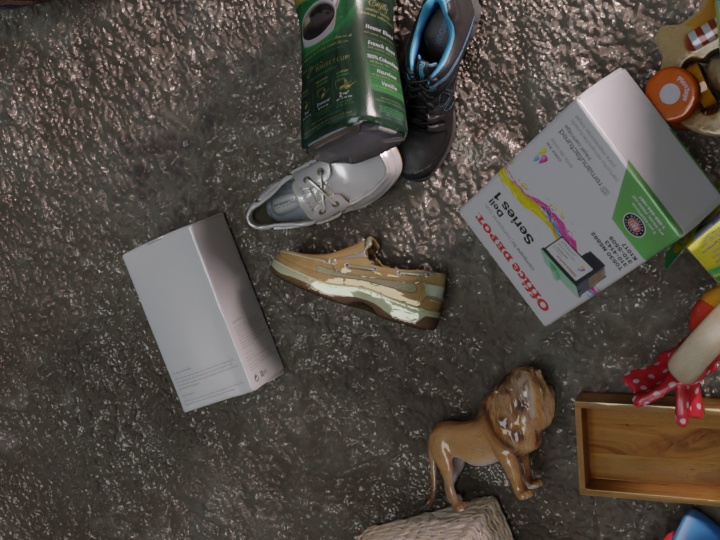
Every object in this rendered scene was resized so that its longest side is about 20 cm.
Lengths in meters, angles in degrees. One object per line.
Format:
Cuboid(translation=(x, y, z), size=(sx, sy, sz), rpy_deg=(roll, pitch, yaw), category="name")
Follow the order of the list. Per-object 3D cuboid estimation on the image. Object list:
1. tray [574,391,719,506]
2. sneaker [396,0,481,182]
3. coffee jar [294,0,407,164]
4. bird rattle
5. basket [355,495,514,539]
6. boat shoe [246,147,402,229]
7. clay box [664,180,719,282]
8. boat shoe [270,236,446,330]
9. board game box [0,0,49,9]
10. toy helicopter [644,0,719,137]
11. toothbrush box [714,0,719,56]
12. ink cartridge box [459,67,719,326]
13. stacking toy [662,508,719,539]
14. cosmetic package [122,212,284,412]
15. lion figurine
Cuboid(translation=(0.315, 0.176, 0.996), size=(0.196, 0.037, 0.101), rpy_deg=(-1, 102, 24), category="tray")
Cuboid(translation=(0.061, -0.184, 0.999), size=(0.072, 0.082, 0.204), rpy_deg=(17, 111, 17), category="sneaker")
Cuboid(translation=(-0.011, -0.214, 0.986), size=(0.103, 0.084, 0.204), rpy_deg=(-18, 70, 44), category="coffee jar")
Cuboid(translation=(0.314, 0.048, 0.893), size=(0.199, 0.163, 0.113), rpy_deg=(-39, 70, 8), category="bird rattle")
Cuboid(translation=(0.077, 0.374, 1.088), size=(0.196, 0.160, 0.203), rpy_deg=(-21, 94, 28), category="basket")
Cuboid(translation=(-0.042, -0.081, 1.062), size=(0.198, 0.069, 0.072), rpy_deg=(-23, 98, 39), category="boat shoe")
Cuboid(translation=(0.351, -0.069, 0.871), size=(0.048, 0.115, 0.200), rpy_deg=(43, 118, -1), category="clay box")
Cuboid(translation=(0.000, 0.000, 1.091), size=(0.196, 0.072, 0.078), rpy_deg=(17, 95, 13), category="boat shoe")
Cuboid(translation=(-0.370, -0.393, 1.141), size=(0.196, 0.097, 0.163), rpy_deg=(-4, 101, 26), category="board game box")
Cuboid(translation=(0.323, -0.218, 0.875), size=(0.130, 0.078, 0.205), rpy_deg=(3, 92, 31), category="toy helicopter")
Cuboid(translation=(0.355, -0.201, 0.767), size=(0.142, 0.203, 0.087), rpy_deg=(8, 148, 0), category="toothbrush box")
Cuboid(translation=(0.202, -0.059, 0.919), size=(0.146, 0.083, 0.200), rpy_deg=(53, 144, 5), category="ink cartridge box")
Cuboid(translation=(0.289, 0.341, 1.024), size=(0.199, 0.109, 0.117), rpy_deg=(-38, 88, 39), category="stacking toy")
Cuboid(translation=(-0.182, 0.049, 1.175), size=(0.111, 0.081, 0.204), rpy_deg=(-17, 94, 27), category="cosmetic package")
Cuboid(translation=(0.125, 0.183, 1.069), size=(0.198, 0.072, 0.125), rpy_deg=(-23, 85, 32), category="lion figurine")
